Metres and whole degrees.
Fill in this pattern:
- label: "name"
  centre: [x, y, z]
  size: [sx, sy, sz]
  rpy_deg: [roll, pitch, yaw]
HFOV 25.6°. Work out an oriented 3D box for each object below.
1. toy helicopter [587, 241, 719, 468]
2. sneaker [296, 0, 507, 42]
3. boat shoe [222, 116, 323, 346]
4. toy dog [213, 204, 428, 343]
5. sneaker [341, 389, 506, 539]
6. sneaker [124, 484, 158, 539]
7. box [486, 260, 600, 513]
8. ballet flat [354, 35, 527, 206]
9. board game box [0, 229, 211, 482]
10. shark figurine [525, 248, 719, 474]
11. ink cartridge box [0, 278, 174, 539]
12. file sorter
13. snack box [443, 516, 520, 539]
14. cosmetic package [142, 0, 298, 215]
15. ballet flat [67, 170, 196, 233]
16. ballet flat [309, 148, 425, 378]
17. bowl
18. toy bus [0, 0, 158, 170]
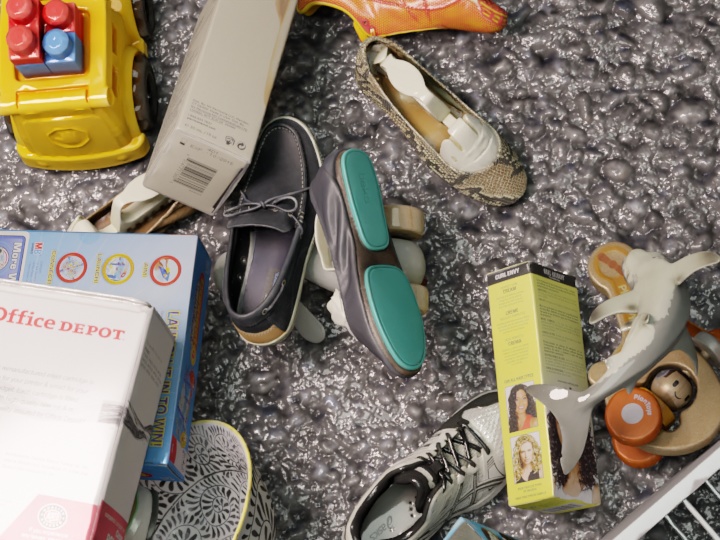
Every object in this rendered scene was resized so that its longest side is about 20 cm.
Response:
- label: "toy helicopter"
  centre: [0.251, 0.060, 1.346]
  size: [0.131, 0.079, 0.201]
  rpy_deg: [-21, 62, 6]
- label: "sneaker"
  centre: [0.038, -0.240, 1.453]
  size: [0.198, 0.073, 0.078]
  rpy_deg: [14, 99, 12]
- label: "boat shoe"
  centre: [-0.075, -0.039, 1.333]
  size: [0.074, 0.062, 0.202]
  rpy_deg: [2, 73, 23]
- label: "toy dog"
  centre: [-0.018, -0.001, 1.388]
  size: [0.198, 0.096, 0.133]
  rpy_deg: [18, 80, 24]
- label: "sneaker"
  centre: [0.067, 0.176, 1.322]
  size: [0.076, 0.088, 0.200]
  rpy_deg: [43, 81, 15]
- label: "sneaker"
  centre: [-0.260, 0.202, 1.311]
  size: [0.199, 0.089, 0.077]
  rpy_deg: [-21, 44, 33]
- label: "box"
  centre: [0.154, 0.098, 1.331]
  size: [0.050, 0.075, 0.202]
  rpy_deg: [-19, 68, 37]
- label: "ballet flat"
  centre: [0.067, -0.136, 1.409]
  size: [0.068, 0.075, 0.200]
  rpy_deg: [-44, 76, -8]
- label: "board game box"
  centre: [-0.234, 0.069, 1.315]
  size: [0.194, 0.056, 0.202]
  rpy_deg: [2, 68, 9]
- label: "shark figurine"
  centre: [0.234, 0.065, 1.270]
  size: [0.090, 0.128, 0.215]
  rpy_deg: [53, 51, -22]
- label: "ink cartridge box"
  centre: [-0.240, 0.119, 1.219]
  size: [0.144, 0.085, 0.202]
  rpy_deg: [8, 71, 12]
- label: "file sorter"
  centre: [0.279, 0.225, 1.266]
  size: [0.200, 0.139, 0.125]
  rpy_deg: [-39, 79, -6]
- label: "snack box"
  centre: [0.157, 0.276, 1.231]
  size: [0.037, 0.116, 0.200]
  rpy_deg: [-53, 50, 6]
- label: "cosmetic package"
  centre: [-0.119, -0.162, 1.381]
  size: [0.071, 0.105, 0.201]
  rpy_deg: [23, 58, -14]
- label: "ballet flat"
  centre: [-0.214, -0.040, 1.409]
  size: [0.199, 0.072, 0.068]
  rpy_deg: [-38, 70, -5]
- label: "ballet flat"
  centre: [0.000, 0.000, 1.296]
  size: [0.072, 0.073, 0.202]
  rpy_deg: [-16, 75, 1]
- label: "bowl"
  centre: [-0.134, 0.234, 1.303]
  size: [0.200, 0.094, 0.202]
  rpy_deg: [-30, 38, 27]
- label: "toy bus"
  centre: [-0.264, -0.212, 1.398]
  size: [0.134, 0.192, 0.202]
  rpy_deg: [-4, 73, 5]
